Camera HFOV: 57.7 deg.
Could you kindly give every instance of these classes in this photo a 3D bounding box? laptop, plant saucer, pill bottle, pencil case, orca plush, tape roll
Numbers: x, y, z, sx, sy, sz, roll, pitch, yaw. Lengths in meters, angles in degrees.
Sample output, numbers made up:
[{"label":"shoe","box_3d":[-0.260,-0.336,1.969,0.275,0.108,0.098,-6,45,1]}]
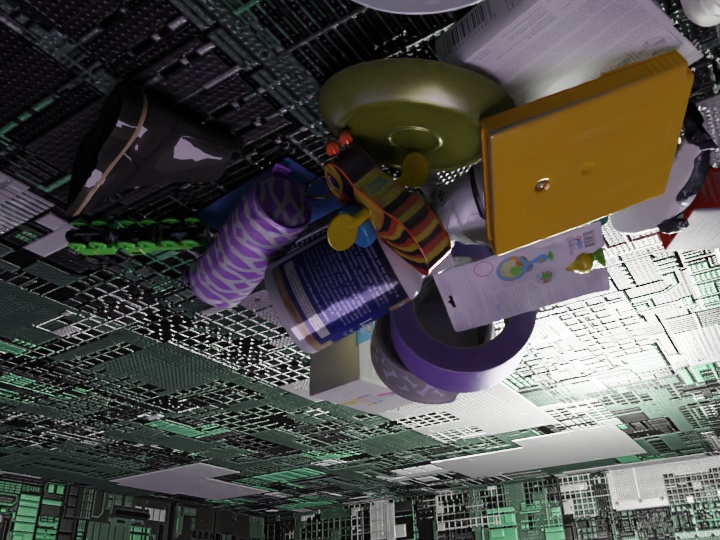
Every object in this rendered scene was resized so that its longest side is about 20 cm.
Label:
[{"label":"laptop","box_3d":[-0.086,-0.019,0.840,0.186,0.203,0.115,-23,179,35]},{"label":"plant saucer","box_3d":[0.054,-0.141,0.646,0.196,0.032,0.200,7,166,2]},{"label":"pill bottle","box_3d":[0.000,0.000,0.744,0.198,0.117,0.116,-29,147,6]},{"label":"pencil case","box_3d":[-0.136,-0.033,0.788,0.083,0.087,0.200,22,138,-30]},{"label":"orca plush","box_3d":[0.358,-0.118,0.762,0.071,0.105,0.201,-41,149,-22]},{"label":"tape roll","box_3d":[0.138,0.059,0.900,0.196,0.203,0.085,-4,152,4]}]

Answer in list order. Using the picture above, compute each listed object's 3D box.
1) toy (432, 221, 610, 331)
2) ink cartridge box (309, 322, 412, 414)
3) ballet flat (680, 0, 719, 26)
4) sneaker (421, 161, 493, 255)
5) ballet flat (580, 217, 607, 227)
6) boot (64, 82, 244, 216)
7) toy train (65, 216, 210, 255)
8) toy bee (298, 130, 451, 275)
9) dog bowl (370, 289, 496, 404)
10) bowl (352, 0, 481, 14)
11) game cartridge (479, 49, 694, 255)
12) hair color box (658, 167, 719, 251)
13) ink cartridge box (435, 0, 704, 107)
[{"label":"toy","box_3d":[0.195,0.001,0.796,0.197,0.048,0.116,-15,132,14]},{"label":"ink cartridge box","box_3d":[0.020,0.171,1.178,0.124,0.130,0.199,-25,145,37]},{"label":"ballet flat","box_3d":[0.289,-0.246,0.488,0.068,0.070,0.201,-6,152,8]},{"label":"sneaker","box_3d":[0.152,-0.056,0.828,0.114,0.076,0.200,-17,143,28]},{"label":"ballet flat","box_3d":[0.216,-0.099,0.749,0.069,0.071,0.198,-25,148,37]},{"label":"boot","box_3d":[-0.233,-0.104,0.718,0.137,0.079,0.199,15,149,-37]},{"label":"toy train","box_3d":[-0.285,-0.042,0.848,0.196,0.042,0.056,-1,162,10]},{"label":"toy bee","box_3d":[-0.001,-0.077,0.652,0.197,0.132,0.109,14,146,24]},{"label":"dog bowl","box_3d":[0.109,0.096,0.979,0.196,0.202,0.059,-4,142,5]},{"label":"bowl","box_3d":[0.041,-0.270,0.402,0.197,0.092,0.202,-1,152,0]},{"label":"game cartridge","box_3d":[0.216,-0.109,0.641,0.197,0.033,0.177,-21,142,-2]},{"label":"hair color box","box_3d":[0.489,-0.078,0.816,0.196,0.062,0.102,-2,152,2]},{"label":"ink cartridge box","box_3d":[0.192,-0.203,0.595,0.198,0.051,0.160,11,150,-41]}]
